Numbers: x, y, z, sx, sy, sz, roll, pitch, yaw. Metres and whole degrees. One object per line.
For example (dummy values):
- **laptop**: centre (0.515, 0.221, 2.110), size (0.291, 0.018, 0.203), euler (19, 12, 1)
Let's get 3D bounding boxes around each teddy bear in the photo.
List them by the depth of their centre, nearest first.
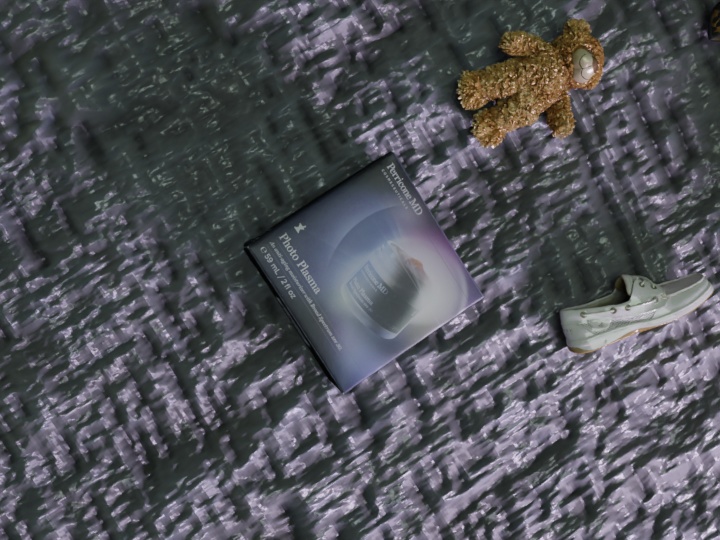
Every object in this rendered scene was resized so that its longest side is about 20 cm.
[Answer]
- **teddy bear**: centre (0.214, -0.229, 1.066), size (0.199, 0.067, 0.146), euler (-10, 95, -8)

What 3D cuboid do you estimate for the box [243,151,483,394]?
- **box**: centre (0.000, 0.000, 1.011), size (0.198, 0.123, 0.200), euler (-34, 96, -8)

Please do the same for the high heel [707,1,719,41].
- **high heel**: centre (0.543, -0.286, 1.108), size (0.143, 0.071, 0.200), euler (-42, 81, -12)

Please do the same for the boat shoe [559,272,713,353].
- **boat shoe**: centre (0.345, 0.037, 1.090), size (0.199, 0.071, 0.070), euler (-22, 96, -6)
